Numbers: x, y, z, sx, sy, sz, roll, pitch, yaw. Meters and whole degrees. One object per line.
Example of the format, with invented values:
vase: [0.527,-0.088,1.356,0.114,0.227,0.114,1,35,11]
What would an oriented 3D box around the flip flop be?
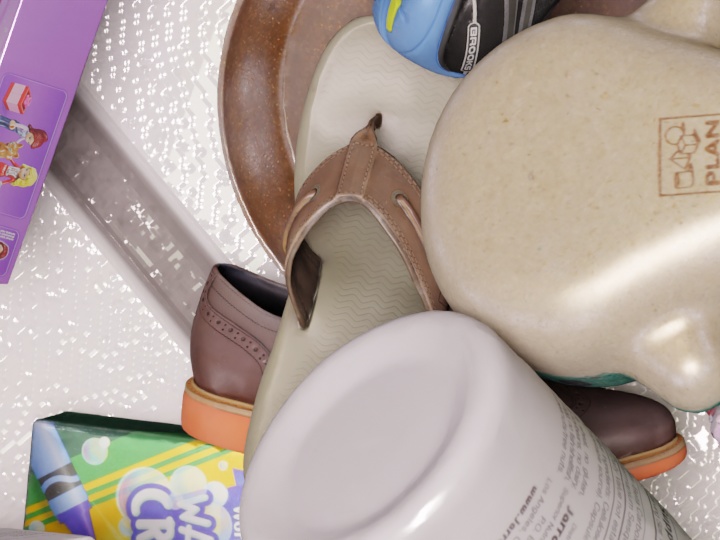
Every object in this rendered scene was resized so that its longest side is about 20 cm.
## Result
flip flop: [0.000,0.000,1.092,0.081,0.058,0.201,12,76,12]

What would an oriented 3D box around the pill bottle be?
pill bottle: [0.059,0.116,1.046,0.114,0.114,0.200,-39,121,8]

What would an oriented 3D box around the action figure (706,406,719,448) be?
action figure: [0.203,0.096,1.115,0.149,0.134,0.200,-24,59,-23]

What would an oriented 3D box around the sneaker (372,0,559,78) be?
sneaker: [0.078,-0.158,1.071,0.083,0.071,0.200,22,105,-30]

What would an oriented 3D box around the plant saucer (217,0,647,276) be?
plant saucer: [0.044,-0.063,1.156,0.199,0.034,0.201,3,102,14]

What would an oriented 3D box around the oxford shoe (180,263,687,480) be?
oxford shoe: [0.027,0.041,1.131,0.199,0.071,0.073,7,104,14]

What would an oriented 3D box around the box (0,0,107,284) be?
box: [-0.150,-0.109,1.157,0.137,0.039,0.201,25,97,52]

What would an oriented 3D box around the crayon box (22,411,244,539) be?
crayon box: [-0.035,0.130,1.180,0.199,0.052,0.126,6,92,9]

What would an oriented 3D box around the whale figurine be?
whale figurine: [0.123,-0.024,1.044,0.199,0.104,0.160,-7,70,20]

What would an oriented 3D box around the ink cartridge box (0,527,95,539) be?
ink cartridge box: [-0.167,0.172,1.126,0.085,0.200,0.148,-5,89,-27]
